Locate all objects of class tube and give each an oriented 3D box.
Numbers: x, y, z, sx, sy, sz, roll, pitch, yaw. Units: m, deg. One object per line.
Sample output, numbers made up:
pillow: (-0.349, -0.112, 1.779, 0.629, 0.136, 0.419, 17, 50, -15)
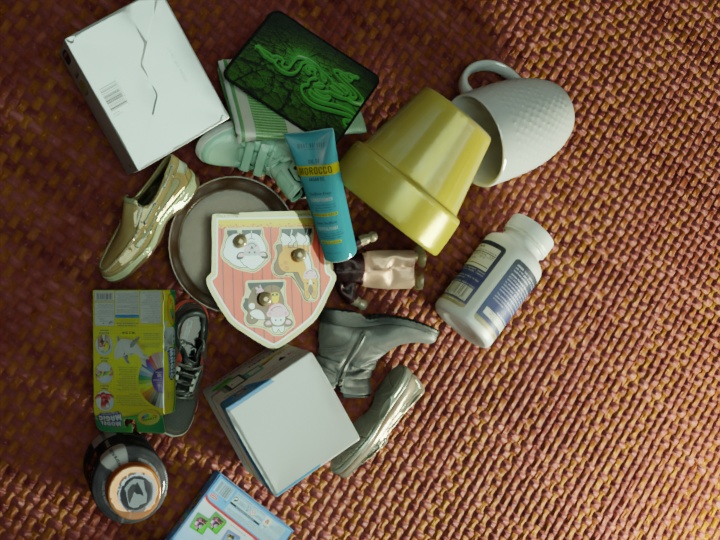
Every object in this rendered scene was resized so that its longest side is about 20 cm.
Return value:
tube: (-0.050, -0.110, 1.593, 0.076, 0.051, 0.203, -5, 120, 17)

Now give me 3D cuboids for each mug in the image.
mug: (0.232, -0.249, 1.752, 0.173, 0.148, 0.202, -21, 69, -27)

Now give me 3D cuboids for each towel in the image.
towel: (-0.103, -0.257, 1.649, 0.197, 0.024, 0.155, -7, 60, -20)

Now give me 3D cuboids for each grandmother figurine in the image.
grandmother figurine: (0.000, 0.000, 1.718, 0.196, 0.060, 0.124, 3, 92, -16)

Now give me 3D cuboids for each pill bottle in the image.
pill bottle: (-0.324, 0.286, 1.539, 0.104, 0.200, 0.108, -1, 92, -19)
pill bottle: (0.217, 0.012, 1.762, 0.111, 0.111, 0.201, 42, 79, -16)

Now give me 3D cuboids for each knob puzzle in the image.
knob puzzle: (-0.129, 0.014, 1.636, 0.215, 0.030, 0.224, 0, 88, -14)

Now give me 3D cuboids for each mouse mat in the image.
mouse mat: (-0.085, -0.287, 1.646, 0.198, 0.008, 0.162, 33, 59, -1)

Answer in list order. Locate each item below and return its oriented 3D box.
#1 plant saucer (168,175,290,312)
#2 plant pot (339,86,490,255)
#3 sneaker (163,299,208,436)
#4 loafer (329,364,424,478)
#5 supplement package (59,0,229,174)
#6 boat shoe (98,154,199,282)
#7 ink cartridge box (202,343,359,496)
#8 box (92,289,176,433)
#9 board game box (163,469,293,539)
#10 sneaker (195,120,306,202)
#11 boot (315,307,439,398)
plant saucer: (-0.191, -0.038, 1.661, 0.197, 0.034, 0.204, 0, 91, -19)
plant pot: (0.089, -0.157, 1.648, 0.200, 0.201, 0.190, 36, 93, -17)
sneaker: (-0.262, 0.144, 1.617, 0.076, 0.082, 0.204, 7, 90, -19)
loafer: (0.032, 0.245, 1.732, 0.063, 0.072, 0.201, 40, 77, -23)
supplement package: (-0.307, -0.263, 1.571, 0.154, 0.111, 0.202, -32, 101, -16)
boat shoe: (-0.317, -0.080, 1.587, 0.202, 0.071, 0.076, -57, 137, -15)
ink cartridge box: (-0.120, 0.208, 1.607, 0.146, 0.200, 0.148, -32, 100, -15)
box: (-0.321, 0.129, 1.584, 0.115, 0.048, 0.204, 0, 88, 16)
board game box: (-0.219, 0.427, 1.667, 0.151, 0.037, 0.201, 41, 79, -16)
sneaker: (-0.137, -0.157, 1.626, 0.197, 0.074, 0.119, -4, 50, -20)
boot: (0.020, 0.134, 1.728, 0.196, 0.070, 0.134, 7, 91, -7)
